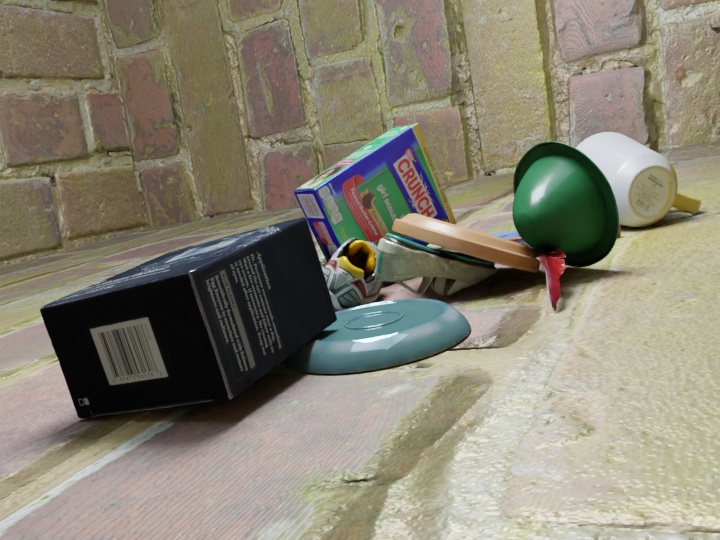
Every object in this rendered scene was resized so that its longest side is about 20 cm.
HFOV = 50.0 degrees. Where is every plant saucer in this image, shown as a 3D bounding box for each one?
[{"bbox_3d":[0.139,-0.039,1.008,0.197,0.033,0.200,17,5,-1],"label":"plant saucer"},{"bbox_3d":[0.016,0.062,0.809,0.197,0.028,0.200,-10,10,2],"label":"plant saucer"}]

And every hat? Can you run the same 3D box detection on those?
[{"bbox_3d":[0.195,-0.048,0.925,0.175,0.167,0.200,-28,-1,-25],"label":"hat"}]

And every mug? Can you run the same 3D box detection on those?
[{"bbox_3d":[0.441,-0.143,1.234,0.184,0.151,0.153,-18,18,-6],"label":"mug"}]

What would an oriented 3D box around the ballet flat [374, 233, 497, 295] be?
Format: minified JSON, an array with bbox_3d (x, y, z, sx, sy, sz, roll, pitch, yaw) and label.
[{"bbox_3d":[0.090,0.000,0.960,0.198,0.063,0.067,12,7,-39],"label":"ballet flat"}]

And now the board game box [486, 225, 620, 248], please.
[{"bbox_3d":[0.281,-0.052,1.174,0.197,0.020,0.103,-7,7,-14],"label":"board game box"}]

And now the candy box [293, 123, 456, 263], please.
[{"bbox_3d":[0.027,-0.092,1.131,0.199,0.171,0.077,-36,22,-25],"label":"candy box"}]

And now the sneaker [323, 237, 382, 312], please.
[{"bbox_3d":[0.000,0.000,0.972,0.083,0.077,0.200,-54,0,21],"label":"sneaker"}]

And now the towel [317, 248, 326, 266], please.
[{"bbox_3d":[-0.011,-0.042,1.443,0.146,0.037,0.200,-11,9,3],"label":"towel"}]

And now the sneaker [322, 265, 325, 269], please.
[{"bbox_3d":[-0.083,0.001,1.085,0.075,0.093,0.199,-13,10,-23],"label":"sneaker"}]

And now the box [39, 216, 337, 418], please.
[{"bbox_3d":[-0.161,0.043,0.756,0.194,0.119,0.200,-12,11,29],"label":"box"}]

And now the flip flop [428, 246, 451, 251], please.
[{"bbox_3d":[0.109,-0.041,1.230,0.080,0.059,0.199,-17,11,-33],"label":"flip flop"}]
